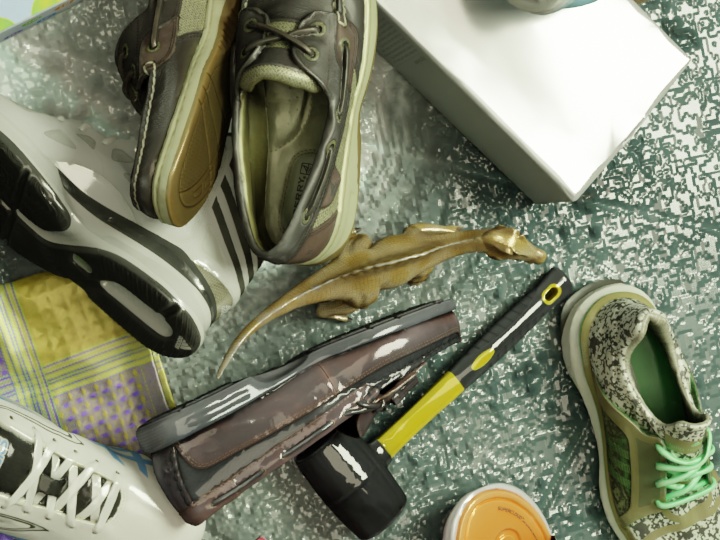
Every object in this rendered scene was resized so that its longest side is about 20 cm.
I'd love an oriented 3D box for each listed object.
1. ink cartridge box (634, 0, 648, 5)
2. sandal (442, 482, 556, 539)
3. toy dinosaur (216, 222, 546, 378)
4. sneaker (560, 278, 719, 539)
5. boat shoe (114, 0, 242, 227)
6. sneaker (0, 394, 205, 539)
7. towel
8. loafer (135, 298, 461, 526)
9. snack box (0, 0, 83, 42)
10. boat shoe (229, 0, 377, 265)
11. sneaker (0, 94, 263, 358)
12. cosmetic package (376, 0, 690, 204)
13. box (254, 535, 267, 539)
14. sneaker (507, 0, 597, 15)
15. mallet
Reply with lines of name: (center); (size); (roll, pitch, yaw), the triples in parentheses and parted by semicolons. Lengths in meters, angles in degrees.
ink cartridge box: (0.179, -0.280, 0.898); (0.200, 0.075, 0.165); (-42, 100, -8)
sandal: (0.109, 0.225, 0.889); (0.078, 0.059, 0.210); (-19, 98, -30)
toy dinosaur: (0.000, 0.000, 0.847); (0.198, 0.101, 0.059); (-19, 93, -13)
sneaker: (0.179, 0.104, 0.896); (0.076, 0.089, 0.202); (-25, 96, -11)
boat shoe: (-0.100, -0.109, 0.817); (0.064, 0.074, 0.202); (6, 51, 5)
sneaker: (-0.174, 0.110, 0.805); (0.198, 0.072, 0.073); (24, 84, -13)
towel: (-0.199, 0.082, 0.846); (0.197, 0.023, 0.146); (-16, 95, -12)
loafer: (-0.026, 0.076, 0.845); (0.198, 0.072, 0.064); (-22, 89, -22)
snack box: (-0.227, -0.223, 0.819); (0.141, 0.053, 0.202); (-28, 97, -10)
boat shoe: (-0.034, -0.102, 0.795); (0.071, 0.066, 0.204); (3, 97, 17)
sneaker: (-0.136, -0.052, 0.846); (0.200, 0.076, 0.115); (40, 54, 4)
cosmetic package: (0.078, -0.144, 0.875); (0.200, 0.081, 0.113); (45, 82, -11)
box: (-0.098, 0.247, 0.814); (0.200, 0.103, 0.095); (-43, 85, -3)
sneaker: (0.083, -0.230, 0.813); (0.081, 0.073, 0.203); (-12, 83, -48)
mallet: (0.056, 0.078, 0.898); (0.199, 0.041, 0.066); (-35, 98, -14)
